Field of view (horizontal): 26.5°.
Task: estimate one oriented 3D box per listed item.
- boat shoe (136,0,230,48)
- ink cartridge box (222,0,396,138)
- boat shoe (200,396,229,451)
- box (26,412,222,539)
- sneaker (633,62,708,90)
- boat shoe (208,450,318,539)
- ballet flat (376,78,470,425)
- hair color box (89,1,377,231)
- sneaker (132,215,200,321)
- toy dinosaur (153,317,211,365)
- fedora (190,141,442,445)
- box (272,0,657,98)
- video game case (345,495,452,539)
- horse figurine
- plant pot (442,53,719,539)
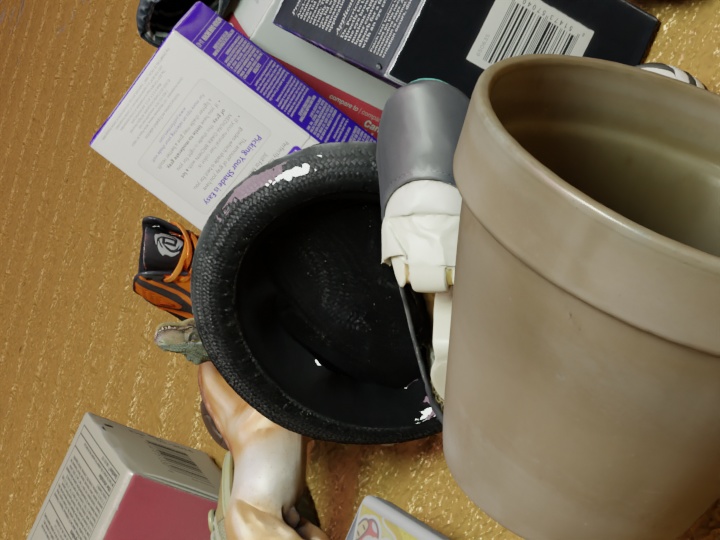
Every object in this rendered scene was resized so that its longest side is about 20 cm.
[{"bbox_3d":[-0.090,-0.230,1.030,0.200,0.071,0.091,-40,38,49],"label":"boat shoe"},{"bbox_3d":[-0.010,-0.209,1.093,0.200,0.144,0.145,-56,30,19],"label":"ink cartridge box"},{"bbox_3d":[-0.010,0.048,0.973,0.202,0.075,0.075,-26,87,25],"label":"boat shoe"},{"bbox_3d":[-0.175,0.224,1.089,0.201,0.109,0.128,-65,28,3],"label":"box"},{"bbox_3d":[0.105,-0.022,0.827,0.200,0.075,0.116,-32,45,46],"label":"sneaker"},{"bbox_3d":[-0.064,0.196,0.958,0.063,0.073,0.201,-46,41,25],"label":"boat shoe"},{"bbox_3d":[0.047,0.005,0.753,0.073,0.073,0.201,-115,11,-56],"label":"ballet flat"},{"bbox_3d":[-0.065,-0.071,1.018,0.109,0.200,0.065,-47,9,30],"label":"hair color box"},{"bbox_3d":[-0.103,-0.006,1.135,0.200,0.112,0.078,-33,42,45],"label":"sneaker"},{"bbox_3d":[-0.051,-0.004,0.959,0.200,0.048,0.088,-34,38,-20],"label":"toy dinosaur"},{"bbox_3d":[0.000,0.000,0.848,0.201,0.200,0.092,-52,22,26],"label":"fedora"},{"bbox_3d":[0.057,-0.152,0.933,0.105,0.148,0.200,-64,26,6],"label":"box"},{"bbox_3d":[0.029,0.233,0.775,0.200,0.023,0.183,23,89,52],"label":"video game case"},{"bbox_3d":[-0.034,0.127,0.900,0.050,0.132,0.201,70,-162,-70],"label":"horse figurine"},{"bbox_3d":[0.118,0.026,0.671,0.200,0.199,0.174,-116,38,-56],"label":"plant pot"}]
